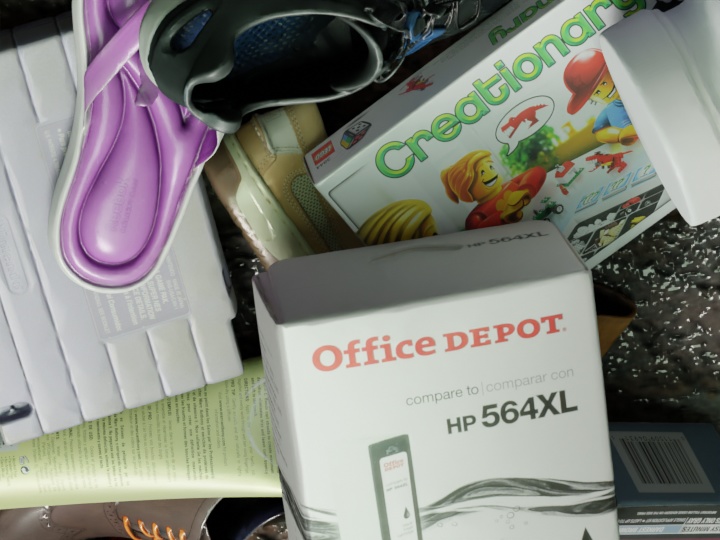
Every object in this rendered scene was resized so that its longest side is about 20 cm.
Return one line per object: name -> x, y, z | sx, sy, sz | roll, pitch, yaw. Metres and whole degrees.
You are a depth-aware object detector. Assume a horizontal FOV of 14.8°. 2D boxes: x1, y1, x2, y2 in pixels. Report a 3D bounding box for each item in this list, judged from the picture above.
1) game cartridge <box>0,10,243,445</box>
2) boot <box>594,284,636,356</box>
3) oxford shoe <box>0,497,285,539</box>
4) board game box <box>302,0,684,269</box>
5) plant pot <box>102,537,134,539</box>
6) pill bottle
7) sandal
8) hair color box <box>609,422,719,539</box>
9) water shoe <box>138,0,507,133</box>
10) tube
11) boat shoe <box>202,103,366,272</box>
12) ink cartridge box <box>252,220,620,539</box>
game cartridge -> -0.135, -0.023, 1.306 | 0.129, 0.038, 0.201 | -18, 118, -9
boot -> 0.042, 0.105, 1.354 | 0.069, 0.188, 0.200 | 49, 126, 18
oxford shoe -> -0.103, 0.114, 1.409 | 0.199, 0.073, 0.071 | -20, 148, 16
board game box -> 0.090, -0.063, 1.275 | 0.200, 0.035, 0.126 | -37, 121, 9
plant pot -> -0.133, 0.281, 1.487 | 0.176, 0.200, 0.200 | -23, 125, 31
pill bottle -> 0.212, -0.104, 1.192 | 0.200, 0.116, 0.117 | -26, 125, 1
sandal -> -0.091, -0.079, 1.244 | 0.082, 0.050, 0.203 | 3, 114, -16
hair color box -> 0.112, 0.167, 1.444 | 0.099, 0.061, 0.200 | 3, 134, -31
water shoe -> 0.005, -0.107, 1.206 | 0.199, 0.079, 0.072 | -21, 130, -15
tube -> -0.116, 0.086, 1.370 | 0.199, 0.052, 0.058 | -8, 121, 7
boat shoe -> 0.000, 0.000, 1.335 | 0.076, 0.072, 0.200 | -32, 130, 0
ink cartridge box -> 0.038, 0.092, 1.259 | 0.145, 0.084, 0.201 | -10, 108, -6
